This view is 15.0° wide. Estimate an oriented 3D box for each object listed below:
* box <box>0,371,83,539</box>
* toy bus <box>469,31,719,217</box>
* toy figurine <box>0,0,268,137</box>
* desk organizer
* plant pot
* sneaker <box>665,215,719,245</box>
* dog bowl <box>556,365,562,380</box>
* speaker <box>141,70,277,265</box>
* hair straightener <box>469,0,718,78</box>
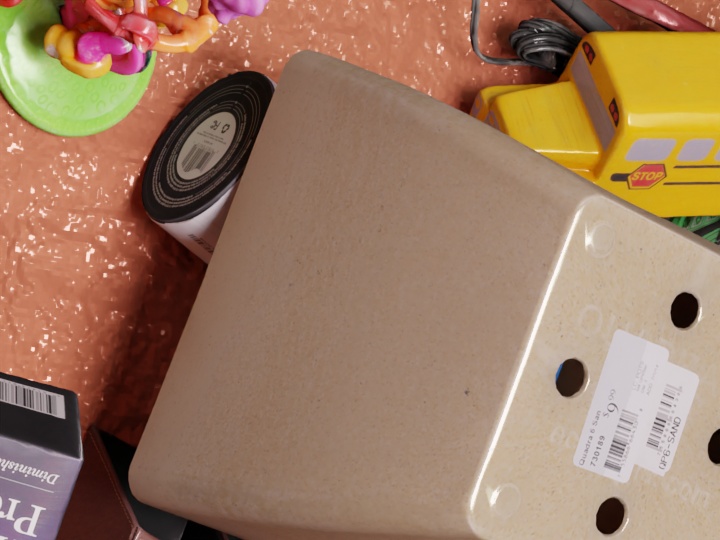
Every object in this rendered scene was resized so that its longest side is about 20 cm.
[{"bbox_3d":[-0.216,0.090,0.989,0.200,0.079,0.141,17,104,-12],"label":"box"},{"bbox_3d":[0.155,-0.068,1.290,0.200,0.078,0.065,-2,54,-23],"label":"toy bus"},{"bbox_3d":[-0.096,-0.139,1.069,0.150,0.184,0.200,-42,117,-28],"label":"toy figurine"},{"bbox_3d":[-0.042,0.144,1.199,0.200,0.072,0.077,33,71,-34],"label":"desk organizer"},{"bbox_3d":[0.061,0.044,1.109,0.200,0.177,0.200,25,83,-36],"label":"plant pot"},{"bbox_3d":[0.241,-0.016,1.396,0.200,0.085,0.078,-15,103,-36],"label":"sneaker"},{"bbox_3d":[0.134,0.073,1.338,0.200,0.050,0.112,-9,103,-36],"label":"dog bowl"},{"bbox_3d":[0.000,0.000,1.216,0.200,0.081,0.081,39,70,-33],"label":"speaker"},{"bbox_3d":[0.117,-0.100,1.308,0.200,0.041,0.077,21,103,-49],"label":"hair straightener"}]
